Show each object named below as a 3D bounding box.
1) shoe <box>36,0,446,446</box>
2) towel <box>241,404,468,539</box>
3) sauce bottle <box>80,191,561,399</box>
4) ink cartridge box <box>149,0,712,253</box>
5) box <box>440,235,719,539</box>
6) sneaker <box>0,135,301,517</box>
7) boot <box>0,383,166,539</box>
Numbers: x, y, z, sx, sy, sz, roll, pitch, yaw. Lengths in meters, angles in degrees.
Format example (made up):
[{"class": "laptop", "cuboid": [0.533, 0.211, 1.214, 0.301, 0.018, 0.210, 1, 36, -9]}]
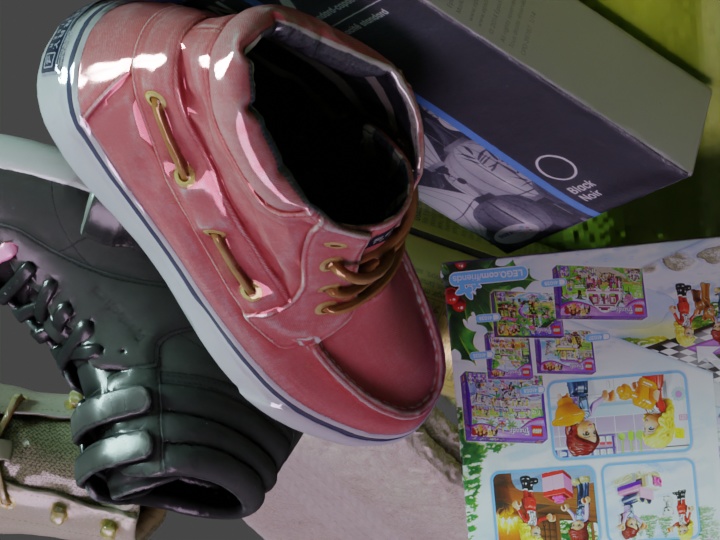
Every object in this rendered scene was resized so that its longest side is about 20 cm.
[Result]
[{"class": "shoe", "cuboid": [-0.012, -0.009, 0.862, 0.091, 0.072, 0.200, 4, 144, 44]}, {"class": "towel", "cuboid": [0.012, 0.101, 1.189, 0.132, 0.035, 0.200, -7, 143, 35]}, {"class": "sauce bottle", "cuboid": [0.000, 0.000, 0.979, 0.199, 0.065, 0.065, 21, 152, -4]}, {"class": "ink cartridge box", "cuboid": [0.005, -0.077, 0.861, 0.199, 0.039, 0.099, 31, 150, -24]}, {"class": "box", "cuboid": [0.130, 0.056, 0.899, 0.199, 0.138, 0.039, -5, 179, 20]}, {"class": "sneaker", "cuboid": [-0.102, 0.025, 1.024, 0.199, 0.100, 0.071, 27, 153, -16]}, {"class": "boot", "cuboid": [-0.160, 0.067, 1.088, 0.154, 0.073, 0.200, 9, 170, 10]}]
